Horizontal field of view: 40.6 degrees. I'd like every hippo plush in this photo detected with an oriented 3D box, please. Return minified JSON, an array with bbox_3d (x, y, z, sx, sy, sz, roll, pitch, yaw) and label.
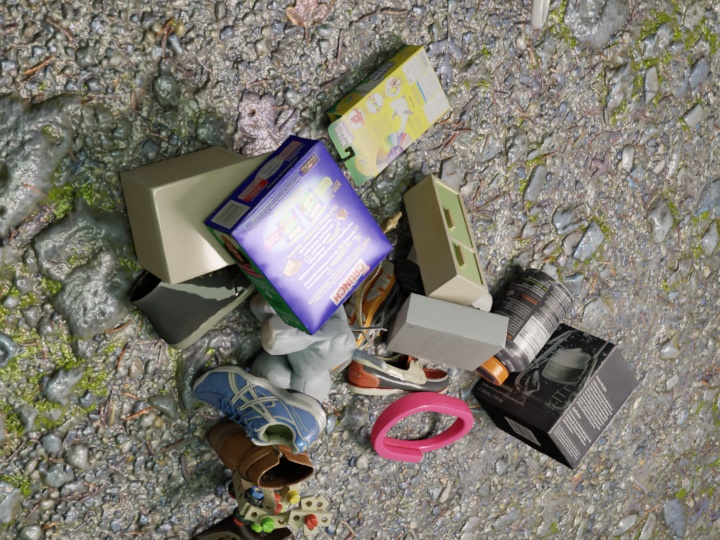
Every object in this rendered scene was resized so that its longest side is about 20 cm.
[{"bbox_3d":[-0.078,0.116,1.430,0.199,0.160,0.161,15,128,-9],"label":"hippo plush"}]

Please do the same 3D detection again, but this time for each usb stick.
[{"bbox_3d":[0.097,0.046,1.536,0.033,0.055,0.200,-50,148,-14],"label":"usb stick"}]

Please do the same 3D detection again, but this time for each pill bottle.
[{"bbox_3d":[0.272,0.102,1.689,0.200,0.106,0.106,-50,127,-13],"label":"pill bottle"}]

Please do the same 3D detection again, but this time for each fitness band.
[{"bbox_3d":[0.101,0.260,1.611,0.199,0.038,0.144,18,126,-44],"label":"fitness band"}]

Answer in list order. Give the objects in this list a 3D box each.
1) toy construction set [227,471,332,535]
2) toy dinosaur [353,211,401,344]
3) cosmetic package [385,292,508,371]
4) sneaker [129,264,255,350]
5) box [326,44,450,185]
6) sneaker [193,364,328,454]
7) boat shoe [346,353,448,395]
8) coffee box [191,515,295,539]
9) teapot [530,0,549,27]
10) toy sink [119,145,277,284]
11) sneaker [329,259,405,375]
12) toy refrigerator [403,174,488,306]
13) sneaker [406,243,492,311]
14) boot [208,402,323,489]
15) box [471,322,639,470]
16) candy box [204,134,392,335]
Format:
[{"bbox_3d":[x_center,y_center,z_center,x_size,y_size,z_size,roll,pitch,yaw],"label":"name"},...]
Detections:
[{"bbox_3d":[-0.122,0.335,1.430,0.131,0.200,0.093,27,89,-23],"label":"toy construction set"},{"bbox_3d":[0.000,0.000,1.455,0.058,0.101,0.201,17,89,-32],"label":"toy dinosaur"},{"bbox_3d":[0.127,0.097,1.491,0.150,0.200,0.052,12,73,-4],"label":"cosmetic package"},{"bbox_3d":[-0.212,0.006,1.320,0.200,0.075,0.106,-48,129,-13],"label":"sneaker"},{"bbox_3d":[0.035,-0.230,1.447,0.200,0.048,0.118,-44,126,-20],"label":"box"},{"bbox_3d":[-0.148,0.194,1.362,0.077,0.199,0.076,-60,160,-46],"label":"sneaker"},{"bbox_3d":[0.066,0.166,1.584,0.199,0.071,0.063,6,98,-33],"label":"boat shoe"},{"bbox_3d":[-0.201,0.443,1.446,0.199,0.113,0.080,-26,119,-28],"label":"coffee box"},{"bbox_3d":[0.296,-0.509,1.486,0.199,0.198,0.146,-33,167,8],"label":"teapot"},{"bbox_3d":[-0.196,-0.084,1.281,0.199,0.112,0.131,-22,117,-29],"label":"toy sink"},{"bbox_3d":[0.005,0.083,1.508,0.200,0.078,0.077,-53,138,-8],"label":"sneaker"},{"bbox_3d":[0.130,-0.045,1.479,0.076,0.201,0.070,27,130,-38],"label":"toy refrigerator"},{"bbox_3d":[0.155,0.009,1.598,0.199,0.076,0.081,27,78,-40],"label":"sneaker"},{"bbox_3d":[-0.107,0.248,1.423,0.199,0.155,0.077,-9,110,-34],"label":"boot"},{"bbox_3d":[0.342,0.208,1.713,0.197,0.200,0.124,-48,125,-15],"label":"box"},{"bbox_3d":[-0.075,-0.044,1.263,0.169,0.077,0.200,-47,126,-16],"label":"candy box"}]
